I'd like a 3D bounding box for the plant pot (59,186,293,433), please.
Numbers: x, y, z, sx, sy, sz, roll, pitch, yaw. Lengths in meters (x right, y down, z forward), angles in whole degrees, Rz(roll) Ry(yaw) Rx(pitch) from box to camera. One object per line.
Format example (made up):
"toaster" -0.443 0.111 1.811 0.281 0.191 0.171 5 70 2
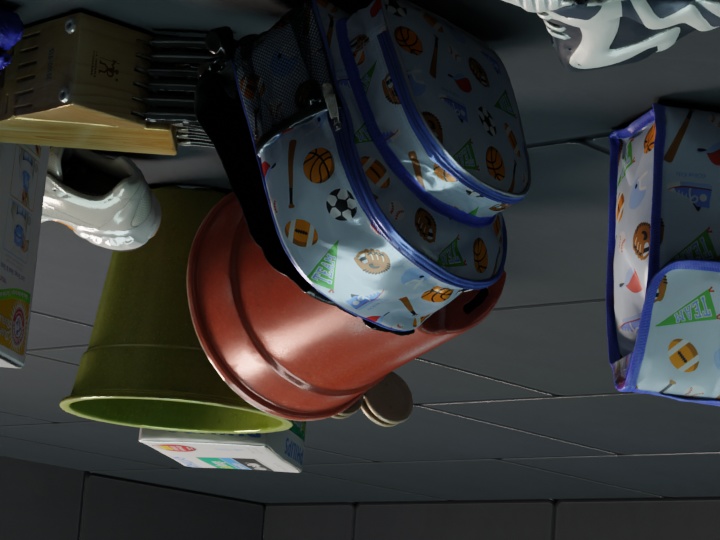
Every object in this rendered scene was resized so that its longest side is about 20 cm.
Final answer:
"plant pot" -0.149 0.033 1.879 0.199 0.191 0.200 5 168 1

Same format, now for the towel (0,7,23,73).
"towel" -0.335 -0.153 1.399 0.199 0.050 0.147 12 165 -34

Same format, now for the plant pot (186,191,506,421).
"plant pot" 0.000 0.000 1.709 0.200 0.202 0.195 13 158 -35

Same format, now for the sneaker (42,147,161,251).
"sneaker" -0.259 -0.075 1.738 0.199 0.076 0.092 5 149 5

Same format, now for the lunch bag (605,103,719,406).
"lunch bag" 0.263 -0.004 1.528 0.169 0.201 0.124 7 168 -10

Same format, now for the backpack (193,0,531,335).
"backpack" 0.018 -0.064 1.354 0.154 0.191 0.200 -26 152 37

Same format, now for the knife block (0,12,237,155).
"knife block" -0.153 -0.115 1.479 0.200 0.064 0.175 -8 163 45

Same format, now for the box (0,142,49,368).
"box" -0.296 -0.037 1.565 0.112 0.201 0.101 2 168 11

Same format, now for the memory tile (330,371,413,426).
"memory tile" -0.033 0.033 1.836 0.153 0.201 0.017 11 147 -34

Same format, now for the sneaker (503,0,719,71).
"sneaker" 0.104 -0.152 1.165 0.198 0.080 0.130 -2 163 -23

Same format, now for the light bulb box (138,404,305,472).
"light bulb box" -0.121 0.080 2.069 0.124 0.201 0.198 3 169 9
